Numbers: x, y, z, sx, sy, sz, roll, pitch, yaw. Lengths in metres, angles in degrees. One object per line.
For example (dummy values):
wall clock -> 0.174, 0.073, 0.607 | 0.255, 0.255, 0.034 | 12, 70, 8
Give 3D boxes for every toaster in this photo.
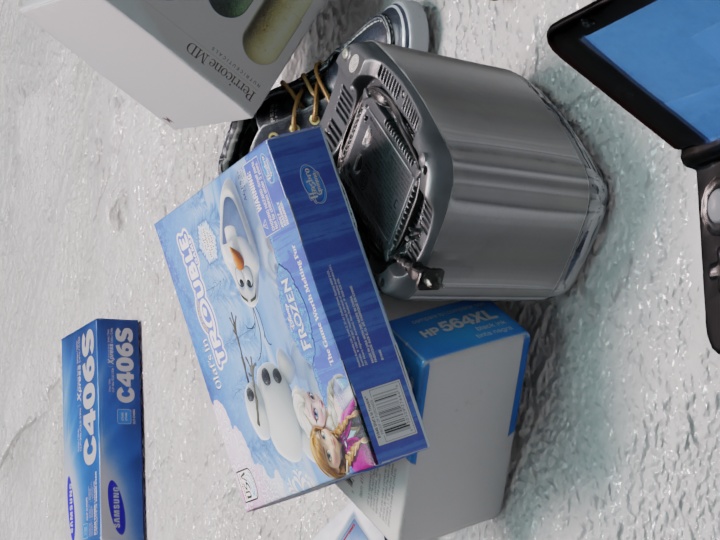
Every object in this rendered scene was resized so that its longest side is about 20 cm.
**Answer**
toaster -> 0.060, -0.054, 1.296 | 0.200, 0.129, 0.114 | 58, 137, 49

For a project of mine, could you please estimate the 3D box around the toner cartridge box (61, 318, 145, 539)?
toner cartridge box -> -0.232, 0.150, 1.929 | 0.095, 0.043, 0.200 | -29, 62, 60

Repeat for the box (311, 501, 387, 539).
box -> -0.007, 0.248, 1.483 | 0.200, 0.038, 0.137 | -48, 45, 50

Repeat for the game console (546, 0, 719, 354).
game console -> 0.191, -0.056, 1.055 | 0.200, 0.118, 0.173 | -22, 67, 61

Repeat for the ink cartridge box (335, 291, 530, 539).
ink cartridge box -> 0.009, 0.056, 1.365 | 0.200, 0.084, 0.146 | 43, 138, 43

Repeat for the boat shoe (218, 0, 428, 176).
boat shoe -> -0.028, -0.116, 1.517 | 0.200, 0.091, 0.071 | -56, 40, 44

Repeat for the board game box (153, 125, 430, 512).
board game box -> -0.048, 0.036, 1.321 | 0.199, 0.043, 0.200 | -30, 77, 62

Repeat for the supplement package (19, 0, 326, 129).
supplement package -> -0.111, -0.228, 1.546 | 0.200, 0.152, 0.151 | -59, 23, -15
